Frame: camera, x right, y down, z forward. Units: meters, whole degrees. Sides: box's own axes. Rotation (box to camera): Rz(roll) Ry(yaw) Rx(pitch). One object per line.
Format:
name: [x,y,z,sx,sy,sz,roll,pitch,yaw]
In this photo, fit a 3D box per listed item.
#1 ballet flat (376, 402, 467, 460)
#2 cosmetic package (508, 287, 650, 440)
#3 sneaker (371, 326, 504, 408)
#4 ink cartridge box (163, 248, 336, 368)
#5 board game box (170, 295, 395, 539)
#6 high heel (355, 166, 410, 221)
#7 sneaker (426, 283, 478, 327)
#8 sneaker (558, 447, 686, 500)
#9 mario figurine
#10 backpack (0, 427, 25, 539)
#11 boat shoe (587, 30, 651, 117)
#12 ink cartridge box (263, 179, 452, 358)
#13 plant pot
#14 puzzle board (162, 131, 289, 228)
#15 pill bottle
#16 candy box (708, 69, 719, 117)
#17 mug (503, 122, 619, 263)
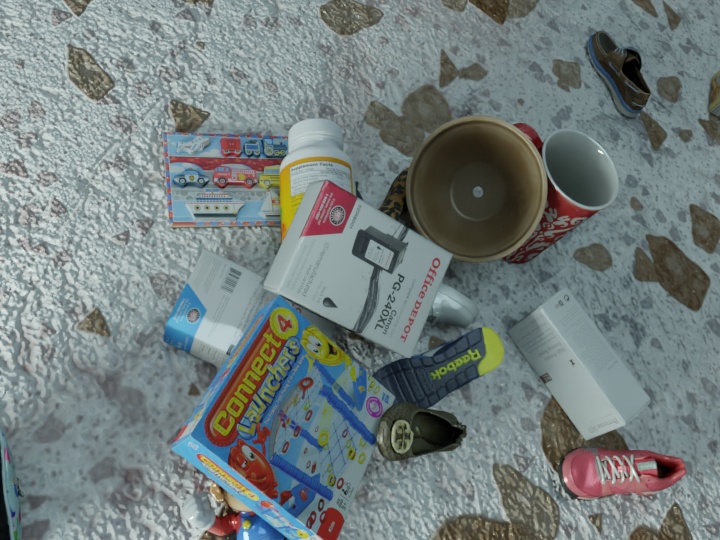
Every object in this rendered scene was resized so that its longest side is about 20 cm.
ballet flat: [0.083,0.204,0.829,0.199,0.045,0.069,21,76,-54]
cosmetic package: [0.320,0.140,0.982,0.073,0.102,0.202,-27,76,-29]
sneaker: [0.102,0.144,0.916,0.196,0.082,0.076,-19,81,-7]
ink cartridge box: [-0.138,0.074,0.854,0.196,0.068,0.118,26,60,-7]
board game box: [-0.076,0.168,0.744,0.195,0.056,0.202,41,48,-14]
high heel: [0.077,-0.084,0.994,0.195,0.072,0.144,-11,52,-17]
sneaker: [0.064,0.066,0.940,0.196,0.074,0.118,21,61,1]
sneaker: [0.374,0.280,0.942,0.195,0.087,0.075,4,63,-19]
mario figurine: [-0.117,0.280,0.738,0.123,0.105,0.204,-5,71,-60]
backpack: [-0.415,0.228,0.624,0.174,0.150,0.205,-7,75,-26]
boat shoe: [0.536,-0.416,1.349,0.071,0.073,0.204,-13,71,-26]
ink cartridge box: [0.000,0.000,0.828,0.197,0.083,0.148,27,82,-21]
plant pot: [0.169,-0.115,0.960,0.195,0.093,0.207,1,93,14]
puzzle board: [-0.185,-0.135,0.968,0.195,0.017,0.154,-2,66,-22]
pill bottle: [-0.060,-0.105,0.937,0.108,0.111,0.205,3,70,-19]
candy box: [0.871,-0.358,1.460,0.197,0.055,0.117,28,59,-6]
mug: [0.279,-0.123,1.033,0.130,0.201,0.181,-8,67,-24]
